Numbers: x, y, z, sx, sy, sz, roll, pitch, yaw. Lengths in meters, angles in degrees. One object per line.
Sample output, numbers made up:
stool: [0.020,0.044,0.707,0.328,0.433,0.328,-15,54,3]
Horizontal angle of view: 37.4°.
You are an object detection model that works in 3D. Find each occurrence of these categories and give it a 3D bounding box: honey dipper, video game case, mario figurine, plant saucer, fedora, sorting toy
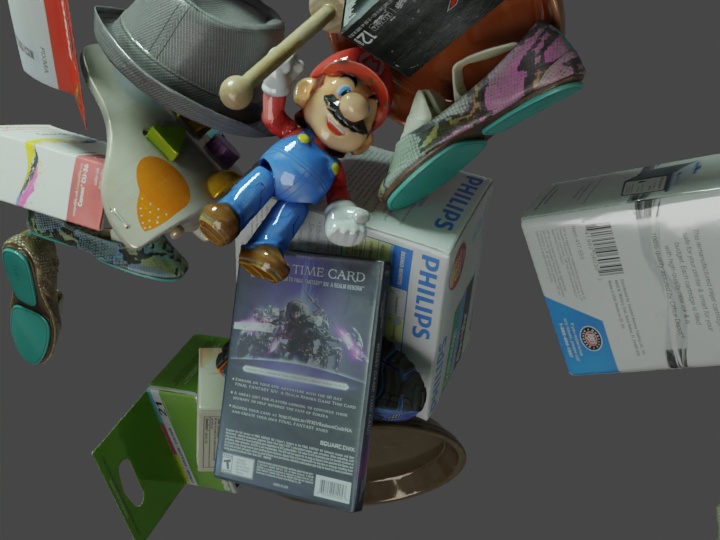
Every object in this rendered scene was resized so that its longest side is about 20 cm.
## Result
honey dipper: [-0.047,-0.167,0.768,0.038,0.200,0.038,16,130,20]
video game case: [-0.050,0.085,0.879,0.142,0.019,0.201,7,89,30]
mario figurine: [-0.038,-0.094,0.828,0.106,0.201,0.124,24,163,33]
plant saucer: [0.065,-0.200,0.838,0.199,0.032,0.201,16,131,19]
plant saucer: [0.002,0.181,1.026,0.199,0.030,0.200,-3,148,-2]
fedora: [-0.122,-0.192,0.877,0.177,0.200,0.090,42,110,14]
sorting toy: [-0.182,-0.122,0.970,0.107,0.200,0.181,-34,88,10]

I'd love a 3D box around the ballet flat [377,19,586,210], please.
ballet flat: [0.082,-0.124,0.826,0.200,0.069,0.071,-34,76,35]

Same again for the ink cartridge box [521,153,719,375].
ink cartridge box: [0.247,-0.004,0.835,0.199,0.086,0.147,-9,112,33]

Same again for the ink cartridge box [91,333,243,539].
ink cartridge box: [-0.186,0.190,1.172,0.075,0.200,0.148,3,126,28]

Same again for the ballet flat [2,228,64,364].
ballet flat: [-0.376,0.029,1.255,0.070,0.065,0.201,26,136,12]

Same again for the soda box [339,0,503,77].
soda box: [0.074,-0.222,0.735,0.071,0.064,0.200,26,141,-30]

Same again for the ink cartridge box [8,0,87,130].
ink cartridge box: [-0.283,-0.236,0.923,0.057,0.200,0.163,-9,130,-13]

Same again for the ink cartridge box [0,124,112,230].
ink cartridge box: [-0.305,-0.101,1.066,0.199,0.116,0.068,16,103,18]

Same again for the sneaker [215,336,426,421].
sneaker: [-0.029,0.098,0.935,0.199,0.076,0.079,9,143,31]

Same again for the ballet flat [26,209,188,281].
ballet flat: [-0.273,-0.047,1.138,0.199,0.074,0.075,17,131,14]

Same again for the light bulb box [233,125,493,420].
light bulb box: [0.000,0.000,0.966,0.199,0.125,0.199,18,131,16]

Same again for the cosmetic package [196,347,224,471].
cosmetic package: [-0.066,0.140,1.078,0.199,0.088,0.104,2,132,-9]
